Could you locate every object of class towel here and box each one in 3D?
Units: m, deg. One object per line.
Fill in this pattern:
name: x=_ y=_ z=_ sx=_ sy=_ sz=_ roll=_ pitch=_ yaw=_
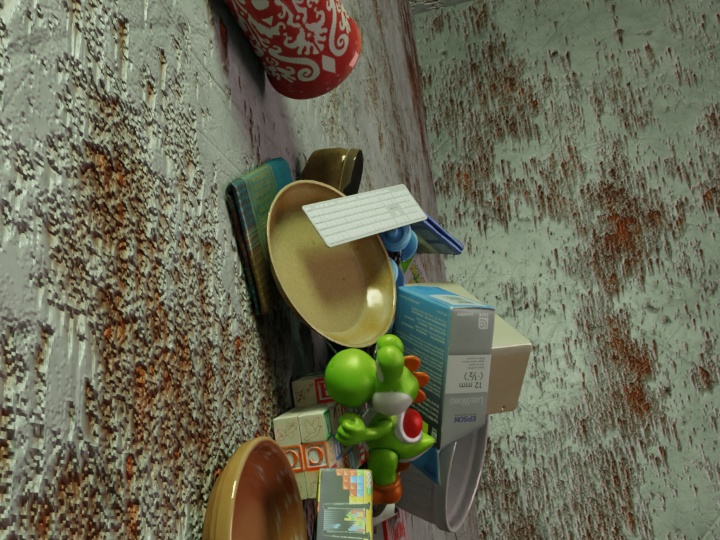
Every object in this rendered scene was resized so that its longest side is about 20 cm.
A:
towel: x=0.049 y=-0.067 z=1.176 sx=0.146 sy=0.198 sz=0.024 roll=36 pitch=71 yaw=-33
towel: x=-0.103 y=-0.047 z=0.887 sx=0.200 sy=0.021 sz=0.149 roll=-56 pitch=135 yaw=-71

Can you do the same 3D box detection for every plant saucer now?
plant saucer: x=-0.038 y=-0.004 z=0.872 sx=0.199 sy=0.035 sz=0.203 roll=28 pitch=48 yaw=-37
plant saucer: x=-0.090 y=0.250 z=0.668 sx=0.200 sy=0.037 sz=0.204 roll=-9 pitch=90 yaw=-79

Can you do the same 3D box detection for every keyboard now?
keyboard: x=0.010 y=-0.068 z=0.912 sx=0.056 sy=0.011 sz=0.199 roll=51 pitch=37 yaw=16

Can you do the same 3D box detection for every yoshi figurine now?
yoshi figurine: x=0.007 y=0.157 z=0.846 sx=0.112 sy=0.111 sz=0.203 roll=36 pitch=-42 yaw=44

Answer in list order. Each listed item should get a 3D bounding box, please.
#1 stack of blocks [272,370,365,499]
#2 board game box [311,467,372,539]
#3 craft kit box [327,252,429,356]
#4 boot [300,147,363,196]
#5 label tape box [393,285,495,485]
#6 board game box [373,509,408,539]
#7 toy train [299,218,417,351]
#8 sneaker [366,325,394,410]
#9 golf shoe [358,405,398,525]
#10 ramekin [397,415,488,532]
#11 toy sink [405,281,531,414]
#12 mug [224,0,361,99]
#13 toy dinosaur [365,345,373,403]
stack of blocks: x=-0.043 y=0.183 z=0.899 sx=0.200 sy=0.057 sz=0.118 roll=3 pitch=78 yaw=-78
board game box: x=-0.023 y=0.315 z=0.753 sx=0.202 sy=0.055 sz=0.167 roll=97 pitch=-4 yaw=-50
craft kit box: x=0.034 y=0.061 z=1.188 sx=0.200 sy=0.048 sz=0.200 roll=-65 pitch=157 yaw=-17
boot: x=-0.054 y=-0.078 z=1.063 sx=0.074 sy=0.074 sz=0.203 roll=69 pitch=33 yaw=-66
label tape box: x=0.091 y=0.130 z=0.918 sx=0.143 sy=0.065 sz=0.204 roll=-160 pitch=-109 yaw=-67
board game box: x=0.038 y=0.411 z=1.145 sx=0.151 sy=0.045 sz=0.204 roll=22 pitch=59 yaw=-77
toy train: x=0.000 y=0.000 z=0.989 sx=0.087 sy=0.112 sz=0.204 roll=41 pitch=66 yaw=-74
sneaker: x=0.042 y=0.157 z=1.159 sx=0.099 sy=0.077 sz=0.203 roll=29 pitch=78 yaw=-54
golf shoe: x=0.011 y=0.250 z=1.031 sx=0.078 sy=0.093 sz=0.203 roll=66 pitch=17 yaw=-47
ramekin: x=0.110 y=0.265 z=1.119 sx=0.200 sy=0.103 sz=0.204 roll=-37 pitch=132 yaw=-56
toy sink: x=0.121 y=0.110 z=1.078 sx=0.200 sy=0.128 sz=0.114 roll=42 pitch=-51 yaw=53
mug: x=-0.108 y=-0.321 z=0.909 sx=0.135 sy=0.176 sz=0.200 roll=-59 pitch=153 yaw=-9
toy dinosaur: x=0.007 y=0.158 z=1.057 sx=0.201 sy=0.057 sz=0.103 roll=82 pitch=-11 yaw=-68
